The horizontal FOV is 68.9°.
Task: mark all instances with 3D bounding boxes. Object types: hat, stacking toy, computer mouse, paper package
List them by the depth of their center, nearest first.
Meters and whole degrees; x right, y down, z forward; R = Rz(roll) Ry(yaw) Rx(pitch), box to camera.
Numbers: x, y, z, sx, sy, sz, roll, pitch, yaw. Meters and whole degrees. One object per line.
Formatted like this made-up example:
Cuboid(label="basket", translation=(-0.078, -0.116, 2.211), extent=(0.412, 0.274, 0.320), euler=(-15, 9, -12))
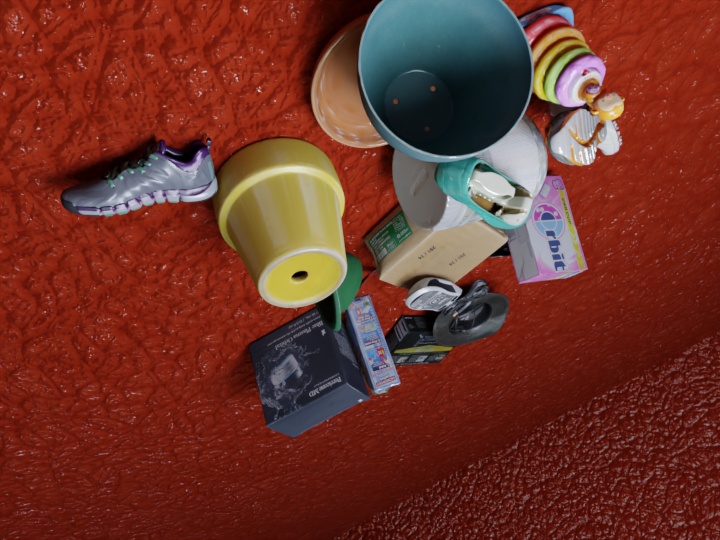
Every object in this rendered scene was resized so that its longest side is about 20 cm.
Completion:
Cuboid(label="stacking toy", translation=(0.282, -0.261, 0.708), extent=(0.115, 0.201, 0.110), euler=(-23, 139, -1))
Cuboid(label="hat", translation=(0.000, 0.000, 0.961), extent=(0.175, 0.200, 0.167), euler=(-16, 119, -19))
Cuboid(label="paper package", translation=(0.140, -0.059, 0.987), extent=(0.190, 0.104, 0.200), euler=(20, 128, -44))
Cuboid(label="computer mouse", translation=(0.155, 0.043, 1.006), extent=(0.199, 0.044, 0.110), euler=(12, 137, -47))
Cuboid(label="hat", translation=(0.256, 0.098, 1.273), extent=(0.199, 0.081, 0.202), euler=(-11, 133, -12))

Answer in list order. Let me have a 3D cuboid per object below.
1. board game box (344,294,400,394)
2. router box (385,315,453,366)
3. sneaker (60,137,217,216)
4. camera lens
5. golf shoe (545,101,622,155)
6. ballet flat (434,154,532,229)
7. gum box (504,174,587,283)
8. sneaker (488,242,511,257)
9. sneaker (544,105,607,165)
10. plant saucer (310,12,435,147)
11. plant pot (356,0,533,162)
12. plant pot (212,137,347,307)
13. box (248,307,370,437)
Cuboid(label="board game box", translation=(0.023, 0.195, 1.171), extent=(0.061, 0.201, 0.201), euler=(-15, 144, -12))
Cuboid(label="router box", translation=(0.159, 0.182, 1.356), extent=(0.199, 0.052, 0.158), euler=(3, 138, -32))
Cuboid(label="sneaker", translation=(-0.294, -0.133, 0.698), extent=(0.199, 0.074, 0.088), euler=(-15, 132, -27))
Cuboid(label="camera lens", translation=(0.169, -0.157, 0.804), extent=(0.199, 0.160, 0.161), euler=(-17, 146, -24))
Cuboid(label="golf shoe", translation=(0.384, -0.256, 0.900), extent=(0.091, 0.076, 0.200), euler=(-28, 139, 27))
Cuboid(label="ballet flat", translation=(0.183, -0.095, 0.694), extent=(0.199, 0.070, 0.068), euler=(17, 95, -37))
Cuboid(label="gum box", translation=(0.336, -0.084, 0.987), extent=(0.113, 0.202, 0.066), euler=(-5, 166, -22))
Cuboid(label="sneaker", translation=(0.325, -0.088, 1.079), extent=(0.200, 0.104, 0.060), euler=(-47, 145, -32))
Cuboid(label="sneaker", translation=(0.308, -0.199, 0.778), extent=(0.077, 0.079, 0.200), euler=(0, -160, 36))
Cuboid(label="plant saucer", translation=(0.025, -0.260, 0.718), extent=(0.199, 0.038, 0.201), euler=(-15, 143, -11))
Cuboid(label="plant pot", translation=(0.086, -0.221, 0.636), extent=(0.198, 0.202, 0.135), euler=(-16, -179, -8))
Cuboid(label="plant pot", translation=(-0.108, -0.058, 0.779), extent=(0.199, 0.190, 0.202), euler=(-14, 144, -10))
Cuboid(label="box", translation=(-0.113, 0.215, 1.125), extent=(0.196, 0.201, 0.117), euler=(-30, 144, 9))
